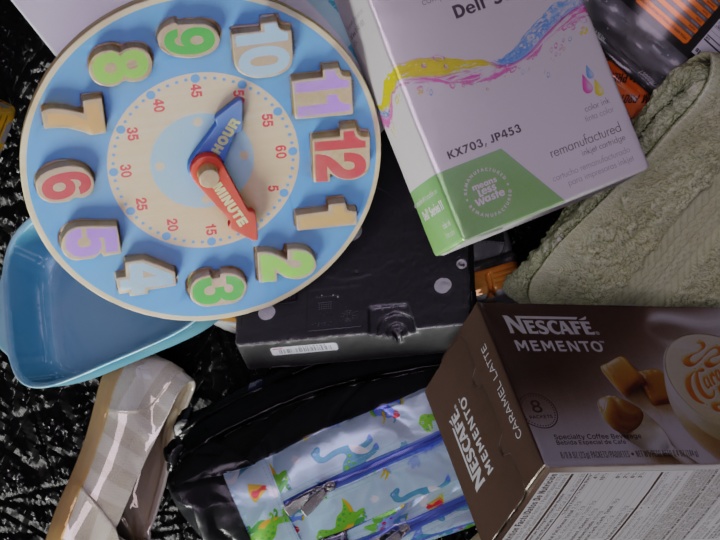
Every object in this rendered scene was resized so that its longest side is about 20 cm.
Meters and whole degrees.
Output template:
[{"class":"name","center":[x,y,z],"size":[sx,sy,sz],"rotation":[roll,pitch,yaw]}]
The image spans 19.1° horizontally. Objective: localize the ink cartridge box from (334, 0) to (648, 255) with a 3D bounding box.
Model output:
[{"class":"ink cartridge box","center":[0.062,-0.124,1.162],"size":[0.117,0.067,0.201],"rotation":[-22,87,-12]}]

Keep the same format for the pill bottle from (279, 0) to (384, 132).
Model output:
[{"class":"pill bottle","center":[0.008,-0.147,1.246],"size":[0.200,0.111,0.111],"rotation":[-40,88,-12]}]

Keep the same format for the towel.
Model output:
[{"class":"towel","center":[0.192,-0.025,1.240],"size":[0.148,0.037,0.200],"rotation":[24,121,-24]}]

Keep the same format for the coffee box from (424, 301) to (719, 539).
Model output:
[{"class":"coffee box","center":[0.151,0.086,1.202],"size":[0.199,0.115,0.080],"rotation":[2,138,-28]}]

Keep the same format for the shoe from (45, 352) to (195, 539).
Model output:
[{"class":"shoe","center":[-0.155,0.148,1.347],"size":[0.053,0.070,0.201],"rotation":[18,95,15]}]

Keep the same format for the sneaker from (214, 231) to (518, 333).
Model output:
[{"class":"sneaker","center":[0.000,0.000,1.315],"size":[0.199,0.078,0.078],"rotation":[-10,80,6]}]

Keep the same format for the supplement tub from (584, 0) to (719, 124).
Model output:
[{"class":"supplement tub","center":[0.202,-0.180,1.236],"size":[0.122,0.123,0.200],"rotation":[42,100,3]}]

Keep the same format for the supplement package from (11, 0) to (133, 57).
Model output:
[{"class":"supplement package","center":[-0.110,-0.217,1.243],"size":[0.191,0.200,0.147],"rotation":[-40,88,9]}]

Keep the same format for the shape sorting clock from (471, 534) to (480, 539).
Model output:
[{"class":"shape sorting clock","center":[0.132,0.211,1.285],"size":[0.199,0.039,0.201],"rotation":[-8,122,-13]}]

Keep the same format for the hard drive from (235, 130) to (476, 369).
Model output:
[{"class":"hard drive","center":[-0.002,-0.040,1.271],"size":[0.139,0.038,0.201],"rotation":[-6,59,9]}]

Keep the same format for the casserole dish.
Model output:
[{"class":"casserole dish","center":[-0.144,0.002,1.313],"size":[0.199,0.039,0.122],"rotation":[-24,63,32]}]

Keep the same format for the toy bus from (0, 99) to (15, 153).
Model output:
[{"class":"toy bus","center":[-0.289,-0.022,1.350],"size":[0.065,0.078,0.201],"rotation":[24,98,5]}]

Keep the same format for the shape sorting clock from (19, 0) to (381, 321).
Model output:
[{"class":"shape sorting clock","center":[-0.086,-0.059,1.171],"size":[0.199,0.039,0.201],"rotation":[-6,119,-11]}]

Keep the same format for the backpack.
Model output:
[{"class":"backpack","center":[0.001,0.107,1.287],"size":[0.200,0.163,0.154],"rotation":[-36,97,3]}]
